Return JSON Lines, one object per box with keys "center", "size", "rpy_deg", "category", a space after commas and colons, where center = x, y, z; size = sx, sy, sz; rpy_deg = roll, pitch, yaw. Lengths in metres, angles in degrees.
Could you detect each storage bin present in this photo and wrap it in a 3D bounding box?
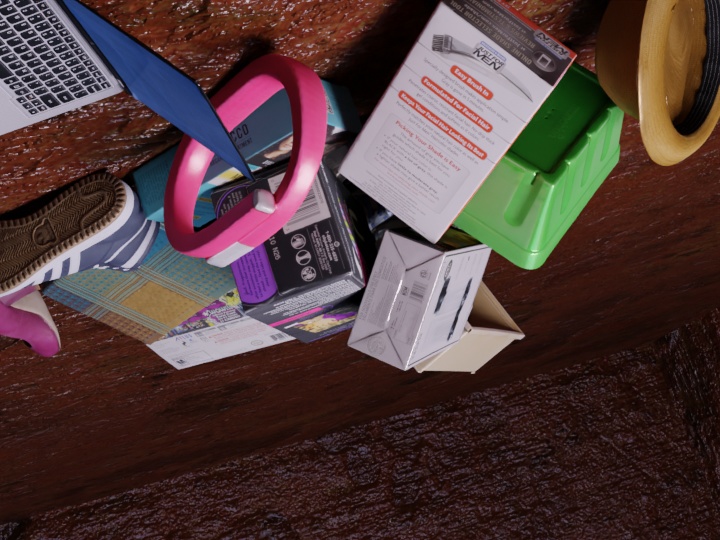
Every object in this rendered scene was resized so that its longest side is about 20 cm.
{"center": [0.095, 0.035, 1.508], "size": [0.094, 0.199, 0.200], "rpy_deg": [-43, 159, 17], "category": "storage bin"}

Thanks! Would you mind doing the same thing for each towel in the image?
{"center": [-0.225, 0.007, 1.193], "size": [0.146, 0.022, 0.200], "rpy_deg": [31, 136, -30], "category": "towel"}

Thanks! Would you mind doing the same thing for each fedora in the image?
{"center": [0.264, -0.194, 1.004], "size": [0.082, 0.201, 0.200], "rpy_deg": [17, -168, 39], "category": "fedora"}

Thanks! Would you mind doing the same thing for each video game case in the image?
{"center": [-0.173, 0.037, 1.274], "size": [0.199, 0.036, 0.181], "rpy_deg": [-16, 141, 23], "category": "video game case"}

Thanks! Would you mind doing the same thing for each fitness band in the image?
{"center": [-0.097, -0.087, 0.903], "size": [0.037, 0.144, 0.200], "rpy_deg": [16, 150, -35], "category": "fitness band"}

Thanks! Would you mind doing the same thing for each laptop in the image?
{"center": [-0.196, -0.105, 0.762], "size": [0.199, 0.116, 0.187], "rpy_deg": [-20, 165, 1], "category": "laptop"}

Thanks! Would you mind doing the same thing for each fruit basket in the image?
{"center": [0.146, -0.091, 1.103], "size": [0.216, 0.155, 0.216], "rpy_deg": [-53, 168, -17], "category": "fruit basket"}

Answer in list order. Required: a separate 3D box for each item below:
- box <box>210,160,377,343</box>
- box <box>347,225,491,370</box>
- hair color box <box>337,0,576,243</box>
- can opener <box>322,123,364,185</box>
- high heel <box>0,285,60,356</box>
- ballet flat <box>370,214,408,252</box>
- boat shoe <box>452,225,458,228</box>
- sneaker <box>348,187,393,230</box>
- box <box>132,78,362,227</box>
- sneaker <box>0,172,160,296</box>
{"center": [-0.047, -0.014, 1.071], "size": [0.106, 0.123, 0.200], "rpy_deg": [-20, 166, 8], "category": "box"}
{"center": [0.062, 0.020, 1.086], "size": [0.060, 0.117, 0.200], "rpy_deg": [22, -169, 17], "category": "box"}
{"center": [0.075, -0.128, 0.939], "size": [0.064, 0.111, 0.200], "rpy_deg": [-51, 178, -44], "category": "hair color box"}
{"center": [0.014, -0.127, 1.123], "size": [0.200, 0.053, 0.067], "rpy_deg": [-25, -163, 19], "category": "can opener"}
{"center": [-0.379, 0.052, 1.197], "size": [0.096, 0.068, 0.200], "rpy_deg": [-25, 153, -16], "category": "high heel"}
{"center": [0.000, 0.000, 1.200], "size": [0.200, 0.071, 0.071], "rpy_deg": [-38, 161, 14], "category": "ballet flat"}
{"center": [0.123, -0.088, 1.227], "size": [0.200, 0.075, 0.062], "rpy_deg": [-51, 159, 12], "category": "boat shoe"}
{"center": [0.018, -0.078, 1.258], "size": [0.200, 0.075, 0.088], "rpy_deg": [-19, 160, -39], "category": "sneaker"}
{"center": [-0.102, -0.105, 1.018], "size": [0.200, 0.049, 0.082], "rpy_deg": [-27, 164, 26], "category": "box"}
{"center": [-0.282, -0.018, 1.063], "size": [0.200, 0.070, 0.108], "rpy_deg": [-25, 163, 10], "category": "sneaker"}
